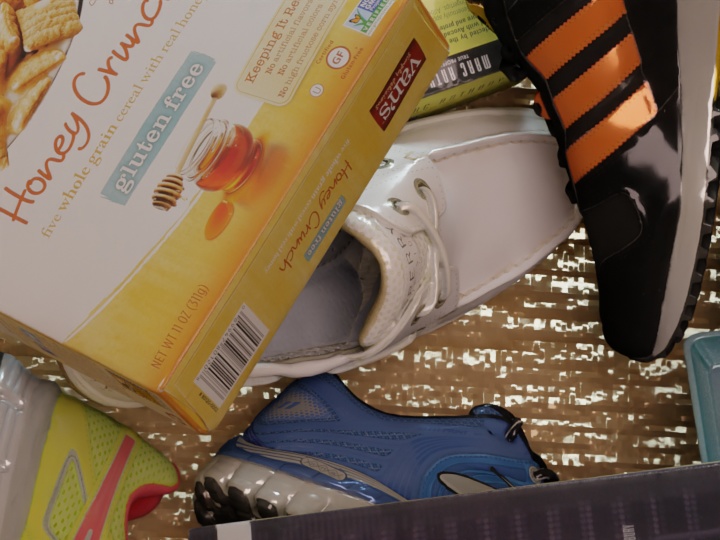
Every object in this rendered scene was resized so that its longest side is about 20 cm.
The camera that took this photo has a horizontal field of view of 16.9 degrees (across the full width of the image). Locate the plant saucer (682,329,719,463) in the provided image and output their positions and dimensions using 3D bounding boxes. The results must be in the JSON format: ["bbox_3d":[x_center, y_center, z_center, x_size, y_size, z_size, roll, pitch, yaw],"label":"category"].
[{"bbox_3d":[0.146,0.103,0.742,0.070,0.019,0.201,-9,55,8],"label":"plant saucer"}]

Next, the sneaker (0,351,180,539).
[{"bbox_3d":[-0.103,0.127,0.757,0.090,0.078,0.201,22,63,-20],"label":"sneaker"}]

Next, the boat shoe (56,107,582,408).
[{"bbox_3d":[0.000,0.000,0.794,0.199,0.069,0.071,-23,103,-21],"label":"boat shoe"}]

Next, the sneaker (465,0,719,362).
[{"bbox_3d":[0.076,-0.070,0.795,0.089,0.070,0.201,5,107,9],"label":"sneaker"}]

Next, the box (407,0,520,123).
[{"bbox_3d":[-0.006,-0.150,0.837,0.075,0.050,0.201,-21,87,-11],"label":"box"}]

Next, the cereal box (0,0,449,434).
[{"bbox_3d":[-0.090,-0.051,0.759,0.199,0.040,0.144,23,76,32],"label":"cereal box"}]

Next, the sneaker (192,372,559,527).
[{"bbox_3d":[0.049,0.088,0.788,0.199,0.079,0.089,27,58,11],"label":"sneaker"}]

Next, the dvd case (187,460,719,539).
[{"bbox_3d":[0.051,0.136,0.710,0.199,0.016,0.149,-8,65,5],"label":"dvd case"}]
